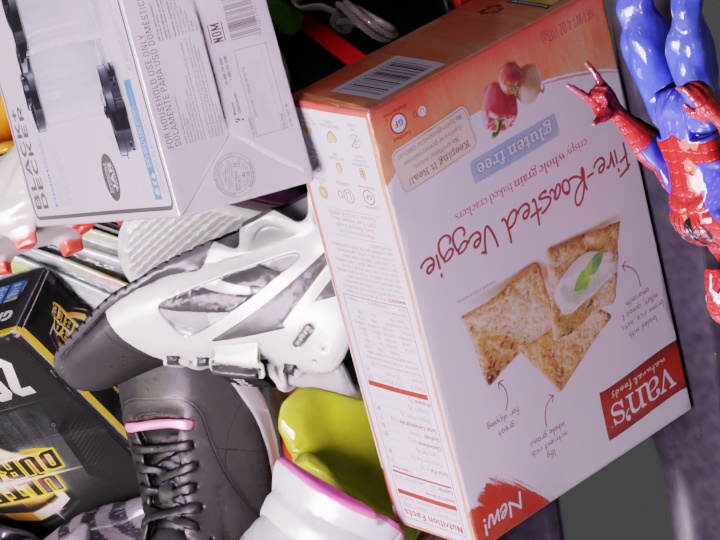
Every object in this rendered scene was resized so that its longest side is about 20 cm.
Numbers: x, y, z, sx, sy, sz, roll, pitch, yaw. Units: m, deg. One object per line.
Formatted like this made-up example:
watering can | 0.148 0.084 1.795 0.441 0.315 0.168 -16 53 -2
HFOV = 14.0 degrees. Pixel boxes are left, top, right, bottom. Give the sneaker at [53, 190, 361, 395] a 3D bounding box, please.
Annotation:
sneaker | -0.043 0.024 1.284 0.200 0.074 0.089 -27 86 22

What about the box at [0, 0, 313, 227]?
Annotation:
box | -0.096 -0.080 1.236 0.200 0.060 0.117 2 108 67

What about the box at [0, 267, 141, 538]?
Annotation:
box | -0.188 0.084 1.531 0.200 0.049 0.160 -15 128 38

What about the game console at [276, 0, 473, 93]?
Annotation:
game console | -0.014 -0.122 1.335 0.200 0.031 0.177 40 148 31

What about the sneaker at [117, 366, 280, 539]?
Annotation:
sneaker | -0.086 0.117 1.416 0.071 0.099 0.200 -3 119 31

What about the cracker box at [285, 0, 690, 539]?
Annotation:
cracker box | 0.057 -0.004 1.222 0.058 0.134 0.200 14 126 48

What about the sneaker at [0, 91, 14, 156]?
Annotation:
sneaker | -0.139 -0.133 1.418 0.078 0.077 0.201 16 105 55

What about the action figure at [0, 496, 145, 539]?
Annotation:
action figure | -0.159 0.167 1.535 0.193 0.200 0.105 -3 77 38

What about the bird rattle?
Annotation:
bird rattle | 0.010 0.097 1.440 0.163 0.112 0.200 54 162 32

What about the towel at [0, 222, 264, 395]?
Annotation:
towel | -0.134 0.045 1.535 0.171 0.048 0.200 22 142 1

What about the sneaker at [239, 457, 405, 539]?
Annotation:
sneaker | -0.030 0.154 1.307 0.081 0.088 0.200 29 164 16

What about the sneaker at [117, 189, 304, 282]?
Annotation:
sneaker | 0.000 -0.001 1.365 0.200 0.114 0.073 20 102 21

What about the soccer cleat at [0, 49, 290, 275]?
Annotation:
soccer cleat | -0.124 -0.063 1.381 0.200 0.069 0.078 -27 78 15

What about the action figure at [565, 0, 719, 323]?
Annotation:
action figure | 0.125 -0.070 1.161 0.065 0.052 0.200 4 120 49

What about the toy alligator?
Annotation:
toy alligator | -0.064 -0.121 1.300 0.200 0.059 0.054 32 95 40
